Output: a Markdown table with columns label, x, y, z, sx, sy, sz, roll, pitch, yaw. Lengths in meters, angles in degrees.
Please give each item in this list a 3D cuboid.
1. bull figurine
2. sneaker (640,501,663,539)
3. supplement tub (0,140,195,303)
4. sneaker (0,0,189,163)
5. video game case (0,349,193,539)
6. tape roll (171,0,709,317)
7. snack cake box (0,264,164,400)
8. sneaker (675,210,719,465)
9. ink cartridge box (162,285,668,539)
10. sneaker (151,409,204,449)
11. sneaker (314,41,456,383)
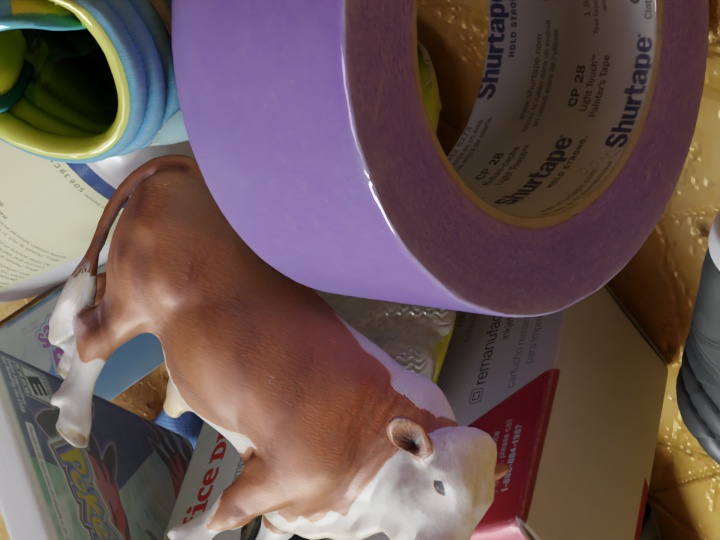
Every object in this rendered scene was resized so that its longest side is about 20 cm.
| label | x | y | z | sx | sy | sz | roll | pitch | yaw |
| --- | --- | --- | --- | --- | --- | --- | --- | --- | --- |
| bull figurine | -0.037 | 0.051 | 0.776 | 0.121 | 0.065 | 0.200 | -46 | 72 | 14 |
| sneaker | 0.061 | 0.132 | 0.969 | 0.199 | 0.077 | 0.112 | 3 | 126 | 41 |
| supplement tub | -0.140 | -0.070 | 0.895 | 0.199 | 0.145 | 0.146 | -21 | 102 | 40 |
| sneaker | -0.119 | -0.122 | 0.719 | 0.200 | 0.130 | 0.080 | 49 | 122 | 7 |
| video game case | -0.094 | 0.141 | 0.915 | 0.023 | 0.182 | 0.201 | -32 | 62 | 13 |
| tape roll | 0.034 | -0.087 | 0.730 | 0.085 | 0.200 | 0.201 | 7 | 124 | 44 |
| snack cake box | -0.203 | 0.074 | 1.106 | 0.067 | 0.200 | 0.115 | 57 | 142 | -4 |
| sneaker | 0.201 | 0.066 | 0.784 | 0.200 | 0.070 | 0.100 | 43 | 144 | 23 |
| ink cartridge box | 0.018 | 0.093 | 0.877 | 0.199 | 0.146 | 0.083 | -18 | 128 | 34 |
| sneaker | -0.060 | 0.046 | 1.048 | 0.200 | 0.078 | 0.090 | -39 | 81 | 45 |
| sneaker | 0.000 | 0.000 | 0.882 | 0.075 | 0.202 | 0.105 | 9 | 156 | -4 |
